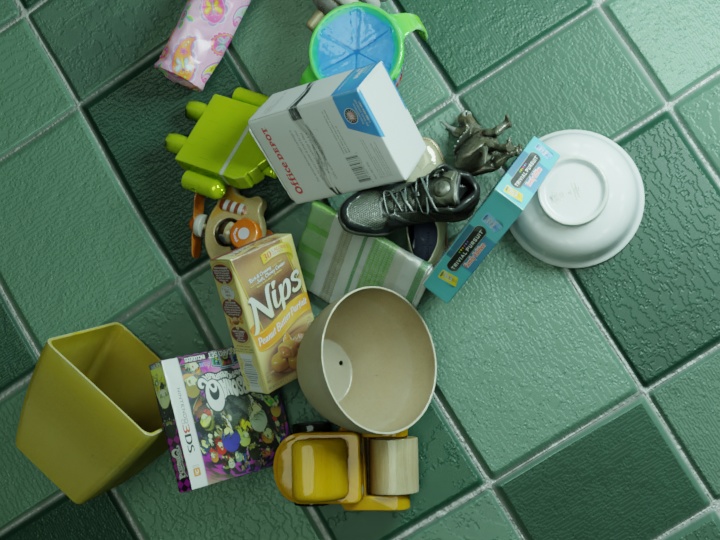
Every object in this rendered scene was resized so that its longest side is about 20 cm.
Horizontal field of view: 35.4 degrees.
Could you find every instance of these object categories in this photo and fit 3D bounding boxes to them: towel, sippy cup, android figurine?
[{"bbox_3d":[0.000,0.000,1.618,0.200,0.031,0.150,31,126,13],"label":"towel"},{"bbox_3d":[0.004,-0.299,1.619,0.177,0.130,0.140,6,86,11],"label":"sippy cup"},{"bbox_3d":[-0.190,-0.189,1.663,0.199,0.041,0.183,19,71,26],"label":"android figurine"}]

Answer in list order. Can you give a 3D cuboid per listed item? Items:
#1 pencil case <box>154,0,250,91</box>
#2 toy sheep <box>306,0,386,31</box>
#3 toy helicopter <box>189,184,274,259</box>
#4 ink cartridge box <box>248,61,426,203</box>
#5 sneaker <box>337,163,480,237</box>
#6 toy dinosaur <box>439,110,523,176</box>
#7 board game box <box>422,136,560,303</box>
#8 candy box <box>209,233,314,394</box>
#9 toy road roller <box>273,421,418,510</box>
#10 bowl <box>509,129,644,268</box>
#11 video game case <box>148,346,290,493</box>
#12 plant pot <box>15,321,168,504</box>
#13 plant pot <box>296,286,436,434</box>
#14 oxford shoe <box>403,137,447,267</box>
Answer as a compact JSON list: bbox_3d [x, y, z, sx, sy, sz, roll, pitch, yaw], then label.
[{"bbox_3d":[-0.232,-0.372,1.696,0.087,0.087,0.201,26,90,11],"label":"pencil case"},{"bbox_3d":[-0.010,-0.427,1.630,0.138,0.138,0.200,34,93,11],"label":"toy sheep"},{"bbox_3d":[-0.203,-0.098,1.685,0.132,0.079,0.201,-14,73,18],"label":"toy helicopter"},{"bbox_3d":[-0.033,-0.186,1.546,0.199,0.084,0.145,-9,123,37],"label":"ink cartridge box"},{"bbox_3d":[0.069,-0.098,1.523,0.198,0.114,0.077,-6,76,-8],"label":"sneaker"},{"bbox_3d":[0.168,-0.161,1.562,0.102,0.200,0.077,-22,116,18],"label":"toy dinosaur"},{"bbox_3d":[0.174,-0.067,1.509,0.047,0.151,0.200,37,133,3],"label":"board game box"},{"bbox_3d":[-0.129,0.060,1.594,0.055,0.115,0.201,1,111,47],"label":"candy box"},{"bbox_3d":[-0.023,0.276,1.574,0.199,0.146,0.124,-2,86,11],"label":"toy road roller"},{"bbox_3d":[0.296,-0.106,1.571,0.200,0.090,0.202,-1,85,10],"label":"bowl"},{"bbox_3d":[-0.192,0.202,1.593,0.036,0.200,0.182,-20,81,42],"label":"video game case"},{"bbox_3d":[-0.376,0.215,1.630,0.200,0.200,0.177,41,105,11],"label":"plant pot"},{"bbox_3d":[-0.013,0.133,1.565,0.134,0.200,0.201,-18,81,49],"label":"plant pot"},{"bbox_3d":[0.096,-0.096,1.615,0.070,0.074,0.201,-6,85,10],"label":"oxford shoe"}]
